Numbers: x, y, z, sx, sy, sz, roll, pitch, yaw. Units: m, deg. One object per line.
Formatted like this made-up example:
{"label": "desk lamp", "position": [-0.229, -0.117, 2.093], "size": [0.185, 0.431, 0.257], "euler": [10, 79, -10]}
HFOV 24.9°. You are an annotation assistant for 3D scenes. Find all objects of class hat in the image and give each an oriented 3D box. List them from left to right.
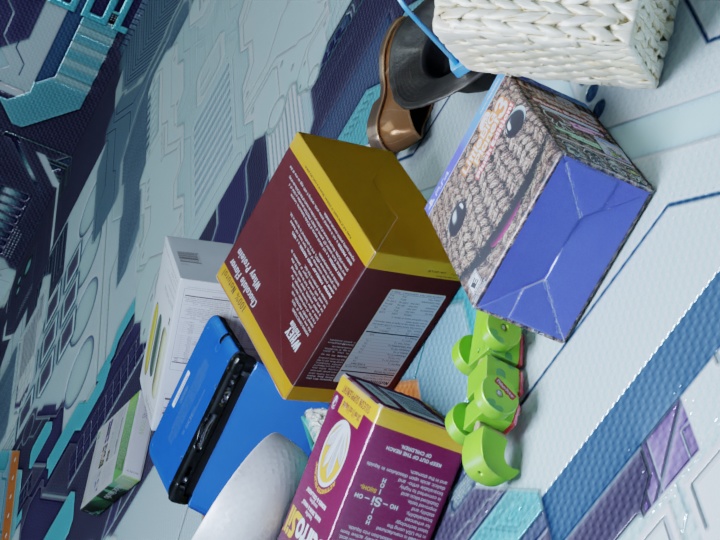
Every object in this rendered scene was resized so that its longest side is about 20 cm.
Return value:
{"label": "hat", "position": [0.123, -0.238, 1.726], "size": [0.200, 0.081, 0.202], "euler": [-30, 43, 32]}

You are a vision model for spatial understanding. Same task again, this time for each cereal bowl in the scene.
{"label": "cereal bowl", "position": [-0.105, 0.271, 1.666], "size": [0.201, 0.083, 0.200], "euler": [-54, -12, -17]}

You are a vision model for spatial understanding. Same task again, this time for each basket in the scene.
{"label": "basket", "position": [0.171, -0.238, 1.406], "size": [0.198, 0.135, 0.125], "euler": [8, 81, 23]}

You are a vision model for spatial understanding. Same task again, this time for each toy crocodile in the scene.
{"label": "toy crocodile", "position": [0.120, 0.098, 1.455], "size": [0.068, 0.061, 0.202], "euler": [-49, 24, 44]}

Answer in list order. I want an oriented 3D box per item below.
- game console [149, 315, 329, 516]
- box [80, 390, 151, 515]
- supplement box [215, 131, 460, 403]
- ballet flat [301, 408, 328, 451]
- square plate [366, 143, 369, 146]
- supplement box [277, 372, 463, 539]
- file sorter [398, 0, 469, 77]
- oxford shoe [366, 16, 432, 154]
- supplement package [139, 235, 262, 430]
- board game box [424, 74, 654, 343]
{"label": "game console", "position": [-0.144, 0.184, 1.913], "size": [0.202, 0.117, 0.171], "euler": [-63, 31, 15]}
{"label": "box", "position": [-0.382, 0.290, 2.575], "size": [0.200, 0.036, 0.146], "euler": [-42, 34, 54]}
{"label": "supplement box", "position": [-0.023, 0.001, 1.706], "size": [0.201, 0.132, 0.198], "euler": [-58, 44, 27]}
{"label": "ballet flat", "position": [-0.021, 0.187, 1.708], "size": [0.200, 0.071, 0.072], "euler": [-124, 57, -79]}
{"label": "square plate", "position": [-0.050, -0.085, 1.980], "size": [0.200, 0.029, 0.198], "euler": [-44, 12, -26]}
{"label": "supplement box", "position": [0.006, 0.218, 1.553], "size": [0.202, 0.102, 0.131], "euler": [-69, 21, 3]}
{"label": "file sorter", "position": [0.135, -0.320, 1.603], "size": [0.199, 0.123, 0.140], "euler": [-31, 41, 24]}
{"label": "oxford shoe", "position": [0.061, -0.221, 1.917], "size": [0.071, 0.071, 0.202], "euler": [-15, 51, 31]}
{"label": "supplement package", "position": [-0.181, 0.084, 2.033], "size": [0.152, 0.149, 0.202], "euler": [-122, 42, -65]}
{"label": "board game box", "position": [0.153, -0.062, 1.454], "size": [0.161, 0.096, 0.200], "euler": [-62, 22, 19]}
